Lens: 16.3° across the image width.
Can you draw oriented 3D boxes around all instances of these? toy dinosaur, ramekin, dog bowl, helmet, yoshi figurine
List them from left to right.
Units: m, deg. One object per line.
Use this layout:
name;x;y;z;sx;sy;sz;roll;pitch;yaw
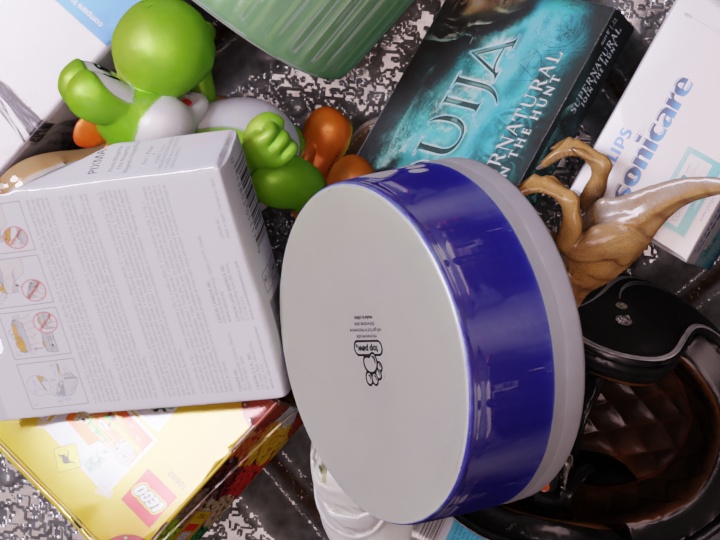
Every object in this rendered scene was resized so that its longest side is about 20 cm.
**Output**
yoshi figurine;-0.081;-0.101;1.508;0.200;0.112;0.112;20;68;-32
ramekin;-0.055;-0.206;1.542;0.200;0.200;0.098;38;103;0
dog bowl;0.037;0.040;1.419;0.079;0.200;0.200;-12;94;-30
helmet;0.143;0.090;1.551;0.200;0.191;0.200;1;92;37
toy dinosaur;0.143;-0.027;1.415;0.106;0.060;0.200;47;121;-4

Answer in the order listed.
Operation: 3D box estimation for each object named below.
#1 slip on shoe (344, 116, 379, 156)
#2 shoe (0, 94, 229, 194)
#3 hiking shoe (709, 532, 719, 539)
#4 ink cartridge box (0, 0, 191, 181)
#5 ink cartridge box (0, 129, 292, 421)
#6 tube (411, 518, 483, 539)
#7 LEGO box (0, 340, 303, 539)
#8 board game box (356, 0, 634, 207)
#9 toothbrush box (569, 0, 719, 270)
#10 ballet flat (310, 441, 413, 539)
slip on shoe;0.000;0.000;1.616;0.076;0.061;0.200;18;95;2
shoe;-0.138;-0.057;1.569;0.053;0.200;0.070;47;136;23
hiking shoe;0.281;0.155;1.614;0.101;0.076;0.200;39;104;-9
ink cartridge box;-0.209;-0.122;1.576;0.084;0.145;0.200;41;94;1
ink cartridge box;-0.150;0.006;1.496;0.200;0.057;0.163;-4;121;19
tube;0.092;0.198;1.634;0.200;0.050;0.078;28;102;-3
LEGO box;-0.156;0.075;1.596;0.200;0.077;0.149;44;96;15
board game box;0.068;-0.085;1.556;0.135;0.028;0.200;17;72;42
toothbrush box;0.206;-0.084;1.525;0.085;0.200;0.147;30;94;12
ballet flat;-0.005;0.101;1.559;0.069;0.069;0.200;1;103;3
